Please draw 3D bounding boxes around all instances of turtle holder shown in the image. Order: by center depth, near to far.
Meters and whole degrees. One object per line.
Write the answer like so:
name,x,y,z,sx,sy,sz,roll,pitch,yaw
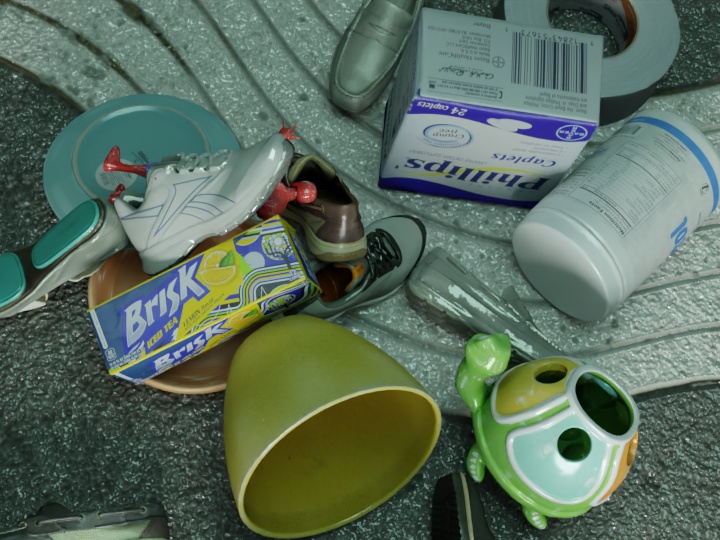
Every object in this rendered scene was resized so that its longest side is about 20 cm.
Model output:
turtle holder,0.178,0.134,1.286,0.141,0.132,0.186,-17,72,-39

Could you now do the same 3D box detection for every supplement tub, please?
supplement tub,0.265,-0.058,1.404,0.132,0.132,0.200,44,69,9

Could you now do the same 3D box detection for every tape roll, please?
tape roll,0.246,-0.262,1.520,0.199,0.066,0.201,3,68,-8

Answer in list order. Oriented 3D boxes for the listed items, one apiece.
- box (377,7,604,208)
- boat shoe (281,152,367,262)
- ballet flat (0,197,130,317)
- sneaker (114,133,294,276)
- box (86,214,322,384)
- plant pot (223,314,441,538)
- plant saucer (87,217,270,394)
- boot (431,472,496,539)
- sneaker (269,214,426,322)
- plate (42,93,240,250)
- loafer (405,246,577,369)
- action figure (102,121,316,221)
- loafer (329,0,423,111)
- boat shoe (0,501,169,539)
box,0.125,-0.156,1.381,0.183,0.200,0.105,8,68,-6
boat shoe,-0.044,-0.081,1.342,0.072,0.072,0.200,-10,30,-14
ballet flat,-0.301,0.004,1.306,0.199,0.064,0.068,-31,52,13
sneaker,-0.144,-0.070,1.231,0.087,0.200,0.075,53,28,-12
box,-0.142,0.028,1.255,0.199,0.064,0.070,-27,72,7
plant pot,-0.047,0.125,1.258,0.199,0.201,0.142,-21,52,-17
plant saucer,-0.164,0.027,1.346,0.199,0.037,0.201,4,67,-9
boot,0.147,0.282,1.283,0.138,0.077,0.201,-6,80,-18
sneaker,0.000,0.000,1.347,0.200,0.079,0.074,-33,90,-37
plate,-0.217,-0.107,1.372,0.199,0.026,0.201,1,55,-2
loafer,0.140,0.047,1.372,0.200,0.070,0.070,33,73,4
action figure,-0.131,-0.095,1.309,0.199,0.066,0.099,8,37,13
loafer,0.022,-0.260,1.469,0.070,0.070,0.201,23,66,0
boat shoe,-0.268,0.239,1.227,0.200,0.072,0.066,-1,58,-10
